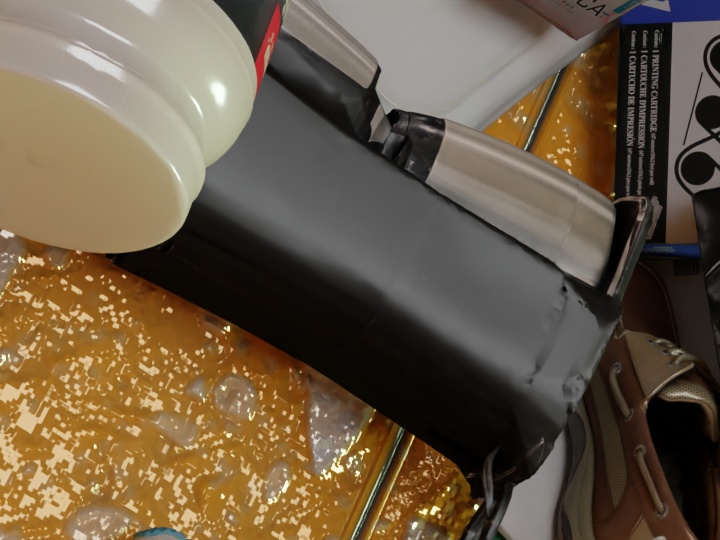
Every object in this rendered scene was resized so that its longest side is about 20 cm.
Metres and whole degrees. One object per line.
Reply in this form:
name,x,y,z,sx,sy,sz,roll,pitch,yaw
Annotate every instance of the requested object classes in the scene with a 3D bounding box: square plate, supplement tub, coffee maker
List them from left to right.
supplement tub,-0.093,-0.123,0.865,0.140,0.140,0.200,30,60,-21
coffee maker,0.000,0.000,0.956,0.200,0.135,0.192,29,46,-11
square plate,0.024,-0.160,1.078,0.200,0.028,0.198,-39,100,-30

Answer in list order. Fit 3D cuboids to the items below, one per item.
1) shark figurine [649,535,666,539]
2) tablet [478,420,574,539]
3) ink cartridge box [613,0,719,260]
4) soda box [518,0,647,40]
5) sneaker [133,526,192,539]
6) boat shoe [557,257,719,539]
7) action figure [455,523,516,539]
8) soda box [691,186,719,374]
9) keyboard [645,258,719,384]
shark figurine,0.155,0.153,0.928,0.128,0.214,0.090,25,37,-44
tablet,0.137,0.136,1.060,0.200,0.014,0.130,46,36,-13
ink cartridge box,0.175,-0.106,1.106,0.044,0.094,0.201,27,65,-69
soda box,0.111,-0.214,1.085,0.064,0.068,0.200,28,53,-31
sneaker,-0.079,0.205,0.920,0.081,0.076,0.201,-5,79,-22
boat shoe,0.137,0.069,1.039,0.076,0.072,0.200,32,41,-30
action figure,0.033,0.172,0.988,0.200,0.055,0.118,-50,137,-43
soda box,0.201,0.057,1.025,0.071,0.063,0.201,-9,89,-72
keyboard,0.169,-0.009,1.122,0.011,0.056,0.201,28,59,-69
